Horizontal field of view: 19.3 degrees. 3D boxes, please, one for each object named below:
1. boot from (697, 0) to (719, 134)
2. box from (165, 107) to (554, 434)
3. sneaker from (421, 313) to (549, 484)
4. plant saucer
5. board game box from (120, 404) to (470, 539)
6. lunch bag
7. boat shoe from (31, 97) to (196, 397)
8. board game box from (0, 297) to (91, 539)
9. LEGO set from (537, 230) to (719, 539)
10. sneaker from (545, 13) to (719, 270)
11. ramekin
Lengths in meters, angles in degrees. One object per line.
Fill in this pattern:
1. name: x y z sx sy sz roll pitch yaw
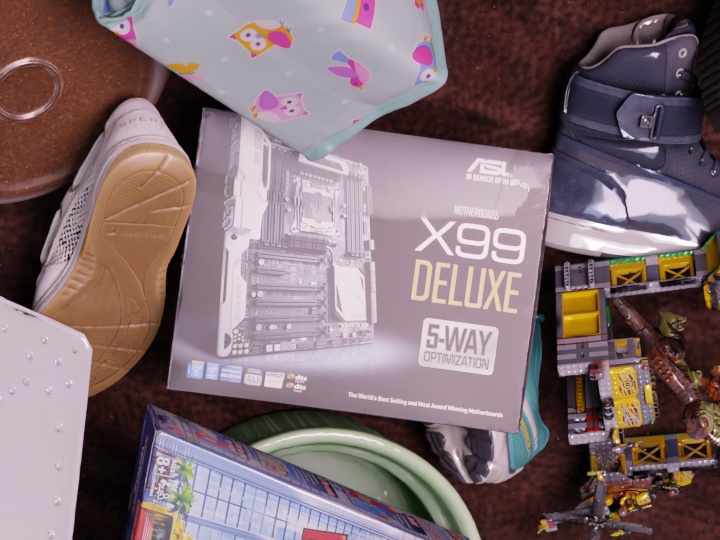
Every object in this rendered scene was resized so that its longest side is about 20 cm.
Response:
1. boot: 0.276 -0.140 1.226 0.138 0.077 0.201 27 58 -19
2. box: 0.000 0.000 1.186 0.199 0.050 0.158 8 91 -2
3. sneaker: 0.067 0.026 1.267 0.079 0.077 0.201 -15 99 -43
4. plant saucer: -0.185 -0.106 1.144 0.200 0.037 0.201 -18 137 -18
5. board game box: -0.038 0.191 1.170 0.199 0.062 0.201 10 99 -12
6. lunch bag: -0.051 -0.187 1.122 0.122 0.201 0.170 -29 140 30
7. boat shoe: -0.143 -0.011 1.195 0.071 0.069 0.200 9 130 -26
8. board game box: -0.231 0.094 1.080 0.200 0.026 0.201 27 54 -38
9. LEGO set: 0.181 0.082 1.232 0.153 0.116 0.201 1 125 4
10. sneaker: 0.210 -0.073 1.265 0.201 0.077 0.147 9 101 -12
11. ramekin: -0.032 0.179 1.252 0.199 0.098 0.201 -2 101 -11
